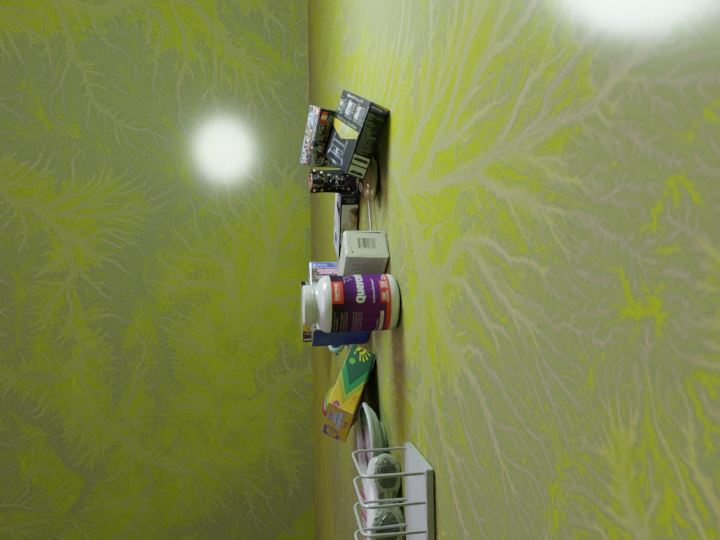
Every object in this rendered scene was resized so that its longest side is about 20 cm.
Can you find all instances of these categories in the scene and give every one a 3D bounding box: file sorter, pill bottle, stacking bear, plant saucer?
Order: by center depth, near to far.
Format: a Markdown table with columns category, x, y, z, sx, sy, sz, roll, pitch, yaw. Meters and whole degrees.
| category | x | y | z | sx | sy | sz | roll | pitch | yaw |
| --- | --- | --- | --- | --- | --- | --- | --- | --- | --- |
| file sorter | 0.052 | 0.428 | 0.914 | 0.139 | 0.119 | 0.209 | 180 | 88 | -81 |
| pill bottle | -0.022 | 0.068 | 1.083 | 0.112 | 0.192 | 0.117 | 178 | 90 | -79 |
| plant saucer | 0.030 | 0.418 | 1.250 | 0.200 | 0.048 | 0.209 | 178 | 90 | -81 |
| stacking bear | -0.047 | 0.386 | 1.559 | 0.201 | 0.109 | 0.126 | 120 | 147 | -64 |

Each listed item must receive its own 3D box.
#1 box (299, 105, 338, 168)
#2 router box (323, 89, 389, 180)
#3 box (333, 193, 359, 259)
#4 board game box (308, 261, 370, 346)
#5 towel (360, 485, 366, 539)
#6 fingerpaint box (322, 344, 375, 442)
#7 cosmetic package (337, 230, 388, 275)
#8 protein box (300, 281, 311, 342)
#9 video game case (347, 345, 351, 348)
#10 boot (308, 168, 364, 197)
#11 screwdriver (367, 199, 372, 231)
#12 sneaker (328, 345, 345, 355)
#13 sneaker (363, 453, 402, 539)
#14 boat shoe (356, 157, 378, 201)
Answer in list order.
| category | x | y | z | sx | sy | sz | roll | pitch | yaw |
| --- | --- | --- | --- | --- | --- | --- | --- | --- | --- |
| box | -0.070 | -0.338 | 1.358 | 0.198 | 0.037 | 0.141 | -14 | -58 | -56 |
| router box | -0.016 | -0.318 | 1.216 | 0.162 | 0.051 | 0.201 | -69 | 27 | 18 |
| box | -0.044 | -0.151 | 1.588 | 0.118 | 0.058 | 0.207 | -108 | 20 | -59 |
| board game box | -0.060 | 0.088 | 1.432 | 0.098 | 0.153 | 0.206 | 106 | 161 | -58 |
| towel | 0.032 | 0.668 | 1.346 | 0.146 | 0.029 | 0.208 | 145 | 121 | -78 |
| fingerpaint box | -0.029 | 0.319 | 1.354 | 0.203 | 0.071 | 0.170 | 102 | -170 | -53 |
| cosmetic package | 0.000 | 0.000 | 1.232 | 0.203 | 0.101 | 0.073 | 105 | 163 | -53 |
| protein box | -0.192 | 0.175 | 2.286 | 0.200 | 0.129 | 0.207 | -121 | 32 | -72 |
| video game case | -0.042 | 0.140 | 1.718 | 0.182 | 0.022 | 0.209 | 170 | 98 | -80 |
| boot | -0.064 | -0.242 | 1.438 | 0.200 | 0.144 | 0.076 | -122 | 33 | -72 |
| screwdriver | 0.018 | -0.170 | 1.304 | 0.029 | 0.027 | 0.208 | -24 | 60 | 48 |
| sneaker | -0.075 | 0.223 | 1.671 | 0.203 | 0.075 | 0.144 | -89 | 3 | -55 |
| sneaker | 0.043 | 0.491 | 1.098 | 0.099 | 0.075 | 0.208 | 138 | 139 | -66 |
| boat shoe | 0.005 | -0.250 | 1.281 | 0.074 | 0.060 | 0.205 | 102 | 164 | -52 |
